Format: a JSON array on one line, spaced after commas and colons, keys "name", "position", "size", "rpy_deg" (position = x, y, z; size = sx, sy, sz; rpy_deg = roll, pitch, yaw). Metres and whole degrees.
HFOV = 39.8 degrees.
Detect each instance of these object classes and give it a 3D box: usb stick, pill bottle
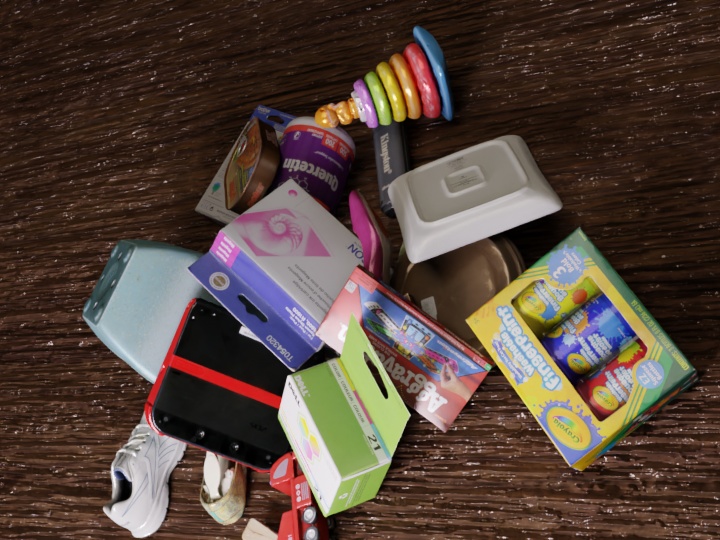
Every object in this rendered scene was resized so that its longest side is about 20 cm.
[{"name": "usb stick", "position": [0.045, -0.168, 1.434], "size": [0.055, 0.033, 0.203], "rpy_deg": [-20, 55, 22]}, {"name": "pill bottle", "position": [-0.083, -0.111, 1.435], "size": [0.111, 0.112, 0.203], "rpy_deg": [3, 66, 35]}]

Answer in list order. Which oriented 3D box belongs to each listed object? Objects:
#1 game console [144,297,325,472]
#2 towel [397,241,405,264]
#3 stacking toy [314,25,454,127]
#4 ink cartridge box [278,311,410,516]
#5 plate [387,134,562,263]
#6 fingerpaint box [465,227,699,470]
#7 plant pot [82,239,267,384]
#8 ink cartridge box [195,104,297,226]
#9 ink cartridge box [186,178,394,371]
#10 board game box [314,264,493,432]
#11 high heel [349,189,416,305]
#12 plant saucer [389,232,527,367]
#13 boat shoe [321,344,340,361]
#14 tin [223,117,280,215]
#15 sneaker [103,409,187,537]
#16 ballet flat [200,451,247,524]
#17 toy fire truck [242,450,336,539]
[{"name": "game console", "position": [-0.160, 0.151, 1.276], "size": [0.180, 0.197, 0.031], "rpy_deg": [-67, 19, -3]}, {"name": "towel", "position": [0.120, -0.035, 1.301], "size": [0.146, 0.036, 0.204], "rpy_deg": [0, 65, 33]}, {"name": "stacking toy", "position": [0.028, -0.244, 1.404], "size": [0.197, 0.111, 0.117], "rpy_deg": [-22, 51, -2]}, {"name": "ink cartridge box", "position": [-0.025, 0.168, 1.158], "size": [0.075, 0.202, 0.149], "rpy_deg": [-17, 58, -23]}, {"name": "plate", "position": [0.135, -0.104, 1.266], "size": [0.196, 0.033, 0.201], "rpy_deg": [-21, 33, 5]}, {"name": "fingerpaint box", "position": [0.240, 0.086, 1.092], "size": [0.166, 0.073, 0.201], "rpy_deg": [-38, 65, 9]}, {"name": "plant pot", "position": [-0.258, 0.056, 1.348], "size": [0.199, 0.198, 0.195], "rpy_deg": [-64, 25, -7]}, {"name": "ink cartridge box", "position": [-0.166, -0.158, 1.568], "size": [0.118, 0.042, 0.202], "rpy_deg": [22, 80, 40]}, {"name": "ink cartridge box", "position": [-0.087, -0.001, 1.281], "size": [0.196, 0.044, 0.200], "rpy_deg": [41, 51, 10]}, {"name": "board game box", "position": [0.050, 0.093, 1.190], "size": [0.198, 0.019, 0.104], "rpy_deg": [36, 109, 5]}, {"name": "high heel", "position": [0.000, 0.000, 1.249], "size": [0.095, 0.067, 0.203], "rpy_deg": [-26, 67, 12]}, {"name": "plant saucer", "position": [0.114, 0.033, 1.228], "size": [0.197, 0.029, 0.204], "rpy_deg": [-9, 73, 30]}, {"name": "boat shoe", "position": [-0.044, 0.088, 1.335], "size": [0.196, 0.069, 0.072], "rpy_deg": [-5, 15, 21]}, {"name": "tin", "position": [-0.160, -0.151, 1.458], "size": [0.113, 0.041, 0.201], "rpy_deg": [-54, 23, 19]}, {"name": "sneaker", "position": [-0.298, 0.261, 1.381], "size": [0.073, 0.087, 0.204], "rpy_deg": [-11, 57, 30]}, {"name": "ballet flat", "position": [-0.182, 0.234, 1.332], "size": [0.070, 0.071, 0.203], "rpy_deg": [-17, 55, 24]}, {"name": "toy fire truck", "position": [-0.100, 0.332, 1.229], "size": [0.139, 0.049, 0.203], "rpy_deg": [-24, 53, 21]}]
